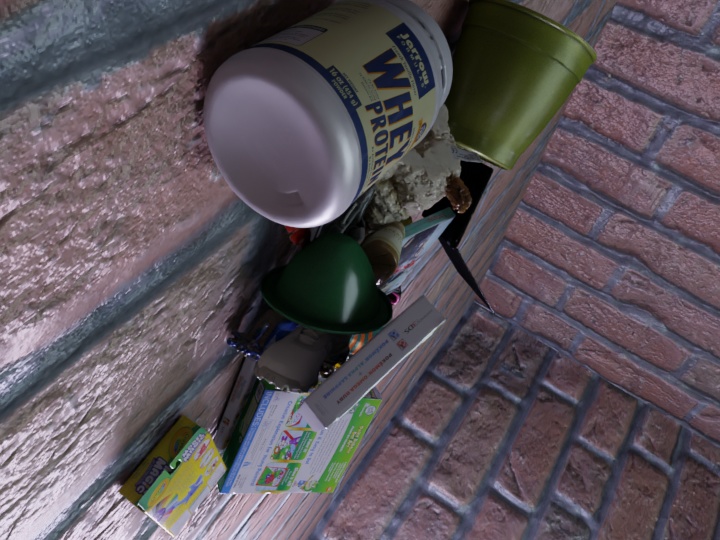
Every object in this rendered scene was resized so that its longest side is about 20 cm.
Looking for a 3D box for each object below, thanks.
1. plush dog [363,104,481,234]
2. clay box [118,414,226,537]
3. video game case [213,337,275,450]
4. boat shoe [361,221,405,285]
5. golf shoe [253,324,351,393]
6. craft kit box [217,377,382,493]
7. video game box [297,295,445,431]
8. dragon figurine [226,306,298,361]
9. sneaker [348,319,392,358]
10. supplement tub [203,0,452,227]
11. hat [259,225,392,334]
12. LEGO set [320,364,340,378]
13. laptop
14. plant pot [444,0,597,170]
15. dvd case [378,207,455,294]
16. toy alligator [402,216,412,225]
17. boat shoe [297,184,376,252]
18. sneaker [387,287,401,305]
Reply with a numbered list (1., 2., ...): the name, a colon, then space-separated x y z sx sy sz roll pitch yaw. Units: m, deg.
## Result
1. plush dog: 0.056 -0.120 0.908 0.200 0.161 0.172 -46 -173 -37
2. clay box: -0.235 0.263 0.834 0.115 0.047 0.200 -51 162 -27
3. video game case: -0.139 0.161 1.009 0.200 0.023 0.183 -33 150 -62
4. boat shoe: 0.000 0.000 0.913 0.200 0.073 0.063 -35 -160 50
5. golf shoe: -0.063 0.081 0.801 0.098 0.078 0.200 -70 167 16
6. craft kit box: -0.092 0.249 0.979 0.196 0.049 0.201 14 114 -30
7. video game box: 0.006 0.121 0.804 0.182 0.047 0.200 -38 173 -16
8. dragon figurine: -0.102 0.073 0.875 0.100 0.059 0.200 -59 161 8
9. sneaker: -0.018 0.119 1.022 0.199 0.071 0.081 -13 101 -43
10. supplement tub: -0.019 -0.143 0.557 0.200 0.145 0.145 -46 161 -41
11. hat: -0.024 -0.039 0.751 0.200 0.165 0.177 -60 165 -68
12. LEGO set: -0.048 0.196 1.115 0.200 0.115 0.154 -53 167 -40
13. laptop: 0.181 -0.070 1.051 0.187 0.115 0.201 -117 -132 -68
14. plant pot: 0.206 -0.258 0.952 0.194 0.200 0.200 -65 165 11
15. dvd case: 0.051 -0.009 1.001 0.146 0.022 0.200 -25 161 -43
16. toy alligator: 0.063 -0.130 1.054 0.054 0.059 0.201 -4 136 -22
17. boat shoe: -0.030 -0.051 0.839 0.072 0.071 0.200 -51 169 -33
18. sneaker: 0.044 0.028 1.228 0.200 0.086 0.081 -46 162 -43
